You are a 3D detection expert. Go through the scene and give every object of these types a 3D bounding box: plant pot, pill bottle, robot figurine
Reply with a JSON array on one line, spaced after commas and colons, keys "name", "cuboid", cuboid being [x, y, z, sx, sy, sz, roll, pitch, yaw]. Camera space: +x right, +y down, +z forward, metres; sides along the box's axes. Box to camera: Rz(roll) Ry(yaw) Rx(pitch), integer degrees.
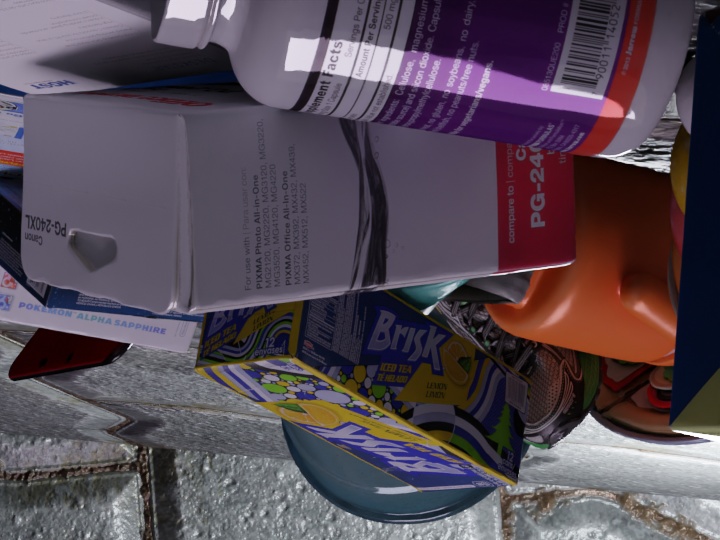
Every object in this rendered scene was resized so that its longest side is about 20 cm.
[{"name": "plant pot", "cuboid": [0.015, 0.054, 1.657, 0.199, 0.201, 0.196, 3, 160, 15]}, {"name": "pill bottle", "cuboid": [0.023, -0.111, 0.930, 0.199, 0.113, 0.112, 8, 169, -11]}, {"name": "robot figurine", "cuboid": [0.149, -0.005, 1.411, 0.199, 0.117, 0.144, 12, 166, -31]}]

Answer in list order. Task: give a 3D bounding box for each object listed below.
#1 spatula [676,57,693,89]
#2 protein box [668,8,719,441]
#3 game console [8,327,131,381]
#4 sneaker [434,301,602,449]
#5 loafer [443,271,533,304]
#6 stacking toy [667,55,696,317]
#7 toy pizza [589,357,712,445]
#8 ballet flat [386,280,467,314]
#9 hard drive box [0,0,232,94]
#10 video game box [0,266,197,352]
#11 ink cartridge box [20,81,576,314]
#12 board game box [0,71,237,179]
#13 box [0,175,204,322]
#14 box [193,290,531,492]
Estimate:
[{"name": "spatula", "cuboid": [0.077, -0.064, 1.180, 0.199, 0.021, 0.057, -20, 157, -6]}, {"name": "protein box", "cuboid": [0.261, -0.008, 1.111, 0.135, 0.200, 0.199, -4, 166, 44]}, {"name": "game console", "cuboid": [-0.141, 0.032, 1.766, 0.172, 0.119, 0.200, 12, 168, -30]}, {"name": "sneaker", "cuboid": [0.079, 0.028, 1.475, 0.078, 0.200, 0.085, -45, 141, 20]}, {"name": "loafer", "cuboid": [0.013, -0.002, 1.346, 0.199, 0.070, 0.070, -9, 155, 39]}, {"name": "stacking toy", "cuboid": [0.201, -0.046, 1.220, 0.145, 0.147, 0.200, 0, 152, 28]}, {"name": "toy pizza", "cuboid": [0.225, 0.033, 1.489, 0.199, 0.200, 0.032, -3, 128, 38]}, {"name": "ballet flat", "cuboid": [0.000, 0.000, 1.290, 0.199, 0.068, 0.071, 0, 137, 35]}, {"name": "hard drive box", "cuboid": [-0.153, -0.138, 0.984, 0.155, 0.077, 0.200, -3, 165, 42]}, {"name": "video game box", "cuboid": [-0.211, -0.020, 1.480, 0.181, 0.047, 0.200, 14, -164, -27]}, {"name": "ink cartridge box", "cuboid": [-0.028, -0.038, 1.030, 0.199, 0.084, 0.145, -6, -171, -34]}, {"name": "board game box", "cuboid": [-0.168, -0.093, 1.286, 0.199, 0.056, 0.196, 9, 169, -16]}, {"name": "box", "cuboid": [-0.166, -0.029, 1.407, 0.136, 0.038, 0.200, 6, -160, -38]}, {"name": "box", "cuboid": [0.006, 0.055, 1.252, 0.070, 0.065, 0.200, -7, 153, 38]}]
